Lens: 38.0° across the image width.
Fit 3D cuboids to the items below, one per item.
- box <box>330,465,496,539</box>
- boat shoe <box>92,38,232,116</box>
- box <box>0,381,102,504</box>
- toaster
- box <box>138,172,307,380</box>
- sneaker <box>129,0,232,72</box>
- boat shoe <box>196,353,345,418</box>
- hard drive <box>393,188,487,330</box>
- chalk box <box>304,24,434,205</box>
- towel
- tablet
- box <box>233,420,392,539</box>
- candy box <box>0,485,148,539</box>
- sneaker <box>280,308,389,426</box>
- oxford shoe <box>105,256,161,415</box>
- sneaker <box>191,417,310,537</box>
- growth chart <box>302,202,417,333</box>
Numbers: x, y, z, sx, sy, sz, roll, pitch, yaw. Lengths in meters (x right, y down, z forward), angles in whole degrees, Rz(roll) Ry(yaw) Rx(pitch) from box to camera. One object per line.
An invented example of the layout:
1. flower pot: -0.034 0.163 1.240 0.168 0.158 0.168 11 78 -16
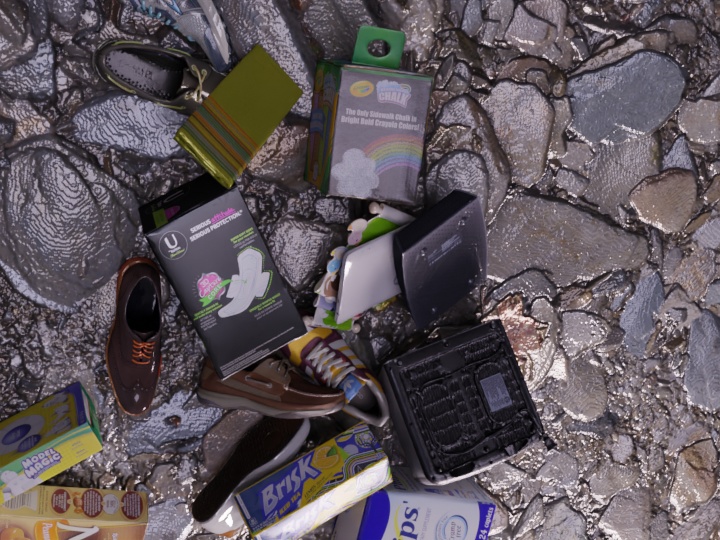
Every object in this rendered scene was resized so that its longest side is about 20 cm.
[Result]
1. box: 0.066 0.381 1.466 0.196 0.105 0.188 10 100 -20
2. boat shoe: -0.218 -0.224 1.239 0.198 0.060 0.074 13 97 -21
3. box: -0.415 0.220 1.261 0.198 0.117 0.049 -30 117 -8
4. toaster: 0.138 0.187 1.404 0.178 0.119 0.203 -20 80 -11
5. box: -0.169 -0.002 1.266 0.123 0.149 0.203 -27 111 -8
6. sneaker: -0.219 -0.314 1.215 0.085 0.078 0.202 -30 101 -1
7. boat shoe: -0.115 0.144 1.333 0.195 0.076 0.073 6 93 8
8. hard drive: 0.102 -0.015 1.344 0.134 0.042 0.201 -37 150 -11
9. chalk box: 0.010 -0.196 1.288 0.122 0.124 0.204 5 102 -17
10. towel: -0.139 -0.184 1.225 0.086 0.018 0.201 46 45 -16
11. tablet: 0.053 -0.010 1.346 0.198 0.014 0.132 -25 145 -28
12. box: -0.060 0.282 1.351 0.198 0.070 0.065 -29 141 -12
13. candy box: -0.375 0.331 1.318 0.196 0.056 0.117 8 126 -19
14. sneaker: -0.034 0.126 1.374 0.199 0.090 0.075 41 90 -23
15. oxford shoe: -0.279 0.090 1.295 0.070 0.072 0.204 -2 105 -18
16. sneaker: -0.134 0.273 1.402 0.200 0.073 0.085 -45 132 -2
17. growth chart: 0.000 0.000 1.327 0.143 0.018 0.202 3 126 -52
